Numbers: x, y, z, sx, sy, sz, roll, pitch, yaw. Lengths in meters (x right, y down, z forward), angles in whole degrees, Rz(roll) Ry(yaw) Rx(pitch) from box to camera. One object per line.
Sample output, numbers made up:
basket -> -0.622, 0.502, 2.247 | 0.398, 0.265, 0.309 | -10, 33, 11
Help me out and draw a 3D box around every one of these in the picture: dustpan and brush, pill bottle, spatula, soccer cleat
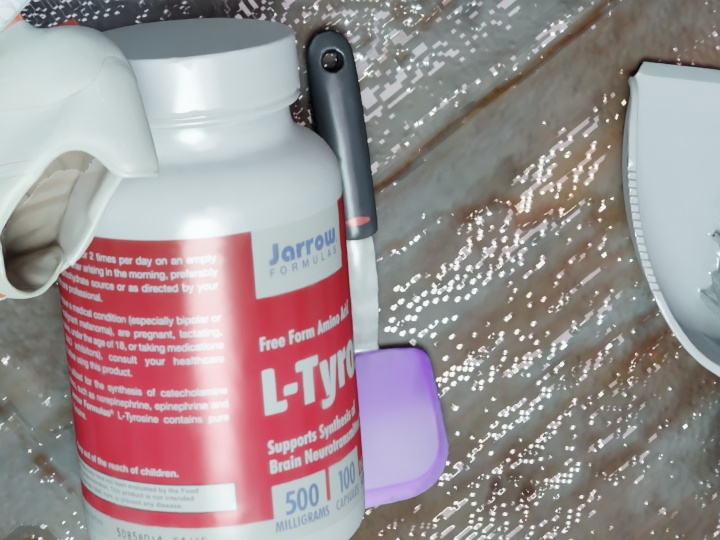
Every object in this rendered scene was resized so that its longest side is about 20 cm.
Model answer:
dustpan and brush -> 0.169, 0.020, 0.933 | 0.139, 0.057, 0.200 | 5, 104, -17
pill bottle -> -0.059, 0.009, 0.838 | 0.112, 0.112, 0.200 | -8, 107, -13
spatula -> 0.000, 0.000, 0.901 | 0.056, 0.021, 0.200 | -10, 107, -11
soccer cleat -> -0.148, -0.010, 0.789 | 0.200, 0.078, 0.069 | -42, 157, 32

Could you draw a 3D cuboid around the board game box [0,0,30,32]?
board game box -> -0.154, -0.084, 0.739 | 0.043, 0.200, 0.199 | 42, 90, -15
